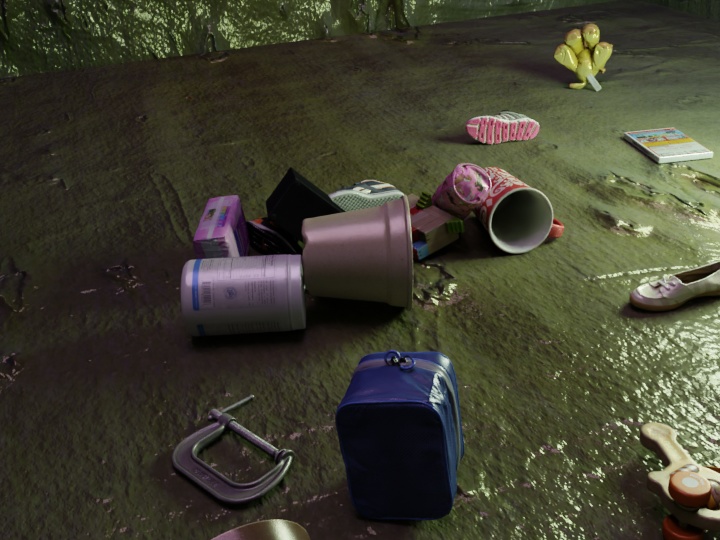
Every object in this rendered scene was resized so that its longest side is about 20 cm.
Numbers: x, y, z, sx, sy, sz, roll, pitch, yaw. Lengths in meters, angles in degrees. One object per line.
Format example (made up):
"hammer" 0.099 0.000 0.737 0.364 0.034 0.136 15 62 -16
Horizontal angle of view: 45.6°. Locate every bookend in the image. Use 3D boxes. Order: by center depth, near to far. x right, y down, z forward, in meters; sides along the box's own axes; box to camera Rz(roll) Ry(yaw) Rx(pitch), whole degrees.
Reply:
"bookend" -0.081 -0.101 1.692 0.198 0.092 0.200 36 6 -14

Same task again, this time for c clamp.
"c clamp" -0.165 0.242 1.175 0.170 0.027 0.200 -23 33 -34

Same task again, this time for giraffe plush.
"giraffe plush" 0.720 -0.668 2.686 0.172 0.201 0.162 -16 12 32

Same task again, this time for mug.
"mug" 0.305 -0.118 1.754 0.133 0.178 0.200 -41 24 6

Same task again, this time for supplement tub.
"supplement tub" -0.195 0.042 1.449 0.199 0.133 0.132 -3 27 -1

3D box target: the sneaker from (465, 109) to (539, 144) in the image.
"sneaker" 0.368 -0.384 2.277 0.199 0.074 0.088 -3 27 -11

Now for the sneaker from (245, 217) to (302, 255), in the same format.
"sneaker" -0.152 -0.067 1.718 0.090 0.070 0.200 -23 32 -29

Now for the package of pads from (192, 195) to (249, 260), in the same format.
"package of pads" -0.263 -0.051 1.644 0.075 0.121 0.200 -7 27 3

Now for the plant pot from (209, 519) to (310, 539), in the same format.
"plant pot" -0.080 0.370 0.787 0.186 0.188 0.200 -18 45 -27

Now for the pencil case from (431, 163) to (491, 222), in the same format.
"pencil case" 0.195 -0.144 1.714 0.086 0.083 0.200 15 -17 -5

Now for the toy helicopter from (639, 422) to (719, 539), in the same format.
"toy helicopter" 0.411 0.247 1.058 0.131 0.079 0.200 -5 24 -6

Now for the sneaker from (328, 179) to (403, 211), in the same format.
"sneaker" -0.002 -0.149 1.856 0.199 0.079 0.079 -4 30 -27

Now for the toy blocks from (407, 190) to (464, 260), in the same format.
"toy blocks" 0.096 -0.081 1.719 0.136 0.100 0.200 -29 35 -20

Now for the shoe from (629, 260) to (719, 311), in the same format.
"shoe" 0.559 0.023 1.493 0.199 0.054 0.070 -11 28 -15

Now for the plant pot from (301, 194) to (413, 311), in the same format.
"plant pot" -0.008 -0.025 1.481 0.182 0.201 0.201 -3 27 -1

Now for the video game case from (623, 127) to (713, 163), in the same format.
"video game case" 0.774 -0.318 2.166 0.142 0.018 0.200 -7 28 -7

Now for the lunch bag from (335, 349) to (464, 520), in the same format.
"lunch bag" 0.052 0.192 1.063 0.135 0.201 0.132 -1 24 15
